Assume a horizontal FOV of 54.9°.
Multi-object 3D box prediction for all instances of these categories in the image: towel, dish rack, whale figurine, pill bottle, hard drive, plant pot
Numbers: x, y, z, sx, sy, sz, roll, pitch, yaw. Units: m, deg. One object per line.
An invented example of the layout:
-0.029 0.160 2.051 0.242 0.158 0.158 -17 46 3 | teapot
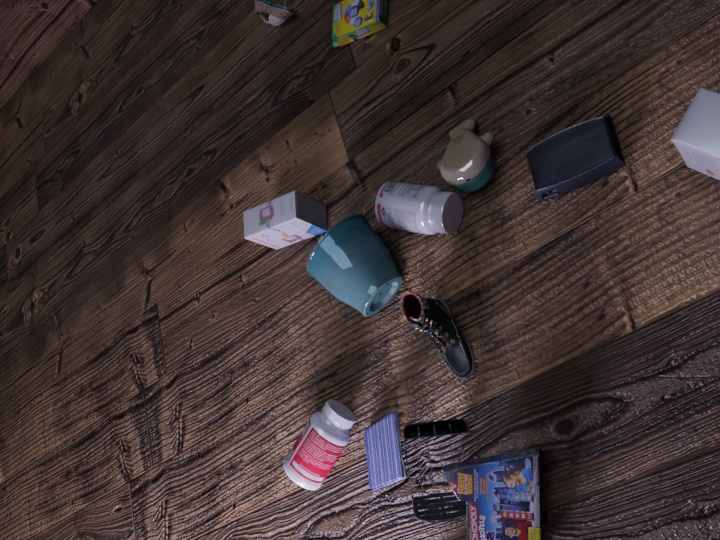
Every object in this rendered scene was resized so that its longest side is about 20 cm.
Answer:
0.056 0.416 1.582 0.200 0.023 0.149 130 138 -58 | towel
0.169 0.430 1.484 0.149 0.055 0.205 -4 70 -10 | dish rack
0.257 -0.270 1.646 0.157 0.104 0.203 -29 38 27 | whale figurine
0.141 -0.149 1.675 0.197 0.112 0.116 13 85 39 | pill bottle
0.459 -0.247 1.503 0.197 0.042 0.138 -22 65 31 | hard drive
-0.097 0.424 1.701 0.112 0.111 0.203 39 102 37 | pill bottle
0.000 0.000 1.705 0.188 0.199 0.201 45 105 20 | plant pot

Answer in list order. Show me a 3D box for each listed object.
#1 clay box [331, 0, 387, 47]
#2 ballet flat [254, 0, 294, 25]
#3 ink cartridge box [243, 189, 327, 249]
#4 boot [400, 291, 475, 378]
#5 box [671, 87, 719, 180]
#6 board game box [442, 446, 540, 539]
-0.013 -0.727 1.992 0.196 0.047 0.118 -9 72 35 | clay box
-0.277 -0.823 2.221 0.199 0.067 0.069 37 120 43 | ballet flat
-0.209 -0.136 1.919 0.196 0.143 0.087 -16 69 33 | ink cartridge box
0.169 0.142 1.547 0.073 0.152 0.207 -36 58 23 | boot
0.690 -0.223 1.250 0.199 0.151 0.108 36 100 37 | box
0.268 0.461 1.408 0.194 0.062 0.206 0 89 18 | board game box
